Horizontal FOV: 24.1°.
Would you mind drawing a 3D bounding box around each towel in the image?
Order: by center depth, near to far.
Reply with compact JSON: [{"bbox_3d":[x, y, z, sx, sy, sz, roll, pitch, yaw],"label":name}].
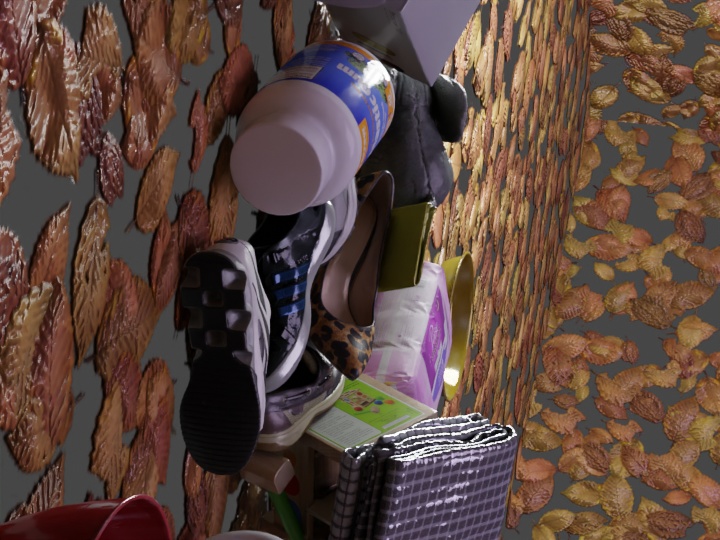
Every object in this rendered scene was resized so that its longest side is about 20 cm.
[{"bbox_3d":[0.062,0.232,1.599,0.199,0.085,0.167,-8,114,-47],"label":"towel"},{"bbox_3d":[0.012,-0.015,1.703,0.200,0.018,0.087,-11,-114,59],"label":"towel"}]

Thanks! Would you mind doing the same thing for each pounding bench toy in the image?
[{"bbox_3d":[-0.039,0.215,1.642,0.199,0.124,0.157,-22,124,-42],"label":"pounding bench toy"}]

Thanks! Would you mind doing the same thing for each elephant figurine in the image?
[{"bbox_3d":[0.043,-0.170,1.800,0.141,0.154,0.201,-25,123,-58],"label":"elephant figurine"}]

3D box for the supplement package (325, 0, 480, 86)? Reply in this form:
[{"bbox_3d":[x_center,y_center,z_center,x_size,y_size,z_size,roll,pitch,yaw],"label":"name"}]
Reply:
[{"bbox_3d":[0.047,-0.303,1.676,0.156,0.110,0.200,-61,163,-8],"label":"supplement package"}]

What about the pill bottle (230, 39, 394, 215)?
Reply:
[{"bbox_3d":[-0.044,-0.122,1.470,0.200,0.111,0.113,-59,154,-62],"label":"pill bottle"}]

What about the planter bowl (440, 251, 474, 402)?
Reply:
[{"bbox_3d":[0.092,0.070,2.236,0.200,0.083,0.202,7,90,-77],"label":"planter bowl"}]

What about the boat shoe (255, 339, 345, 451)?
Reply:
[{"bbox_3d":[-0.059,0.102,1.616,0.200,0.073,0.065,-59,158,-61],"label":"boat shoe"}]

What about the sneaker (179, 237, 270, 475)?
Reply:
[{"bbox_3d":[-0.103,0.070,1.401,0.089,0.074,0.201,-44,140,-67],"label":"sneaker"}]

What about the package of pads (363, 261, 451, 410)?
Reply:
[{"bbox_3d":[0.047,0.095,1.811,0.200,0.075,0.121,-72,159,-49],"label":"package of pads"}]

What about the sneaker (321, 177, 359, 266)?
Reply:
[{"bbox_3d":[-0.041,-0.101,1.624,0.079,0.074,0.201,11,92,-47],"label":"sneaker"}]

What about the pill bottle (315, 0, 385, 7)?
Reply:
[{"bbox_3d":[-0.006,-0.343,1.495,0.120,0.119,0.201,37,62,-75],"label":"pill bottle"}]

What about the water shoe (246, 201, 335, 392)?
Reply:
[{"bbox_3d":[-0.084,0.010,1.515,0.079,0.071,0.201,37,59,-43],"label":"water shoe"}]

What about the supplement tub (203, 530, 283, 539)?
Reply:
[{"bbox_3d":[-0.100,0.336,1.459,0.123,0.122,0.201,-64,158,-54],"label":"supplement tub"}]

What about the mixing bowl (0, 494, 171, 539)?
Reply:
[{"bbox_3d":[-0.195,0.226,1.011,0.200,0.108,0.201,8,90,-76],"label":"mixing bowl"}]

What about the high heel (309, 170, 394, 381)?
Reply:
[{"bbox_3d":[0.000,0.000,1.628,0.143,0.071,0.201,-55,-149,29],"label":"high heel"}]
